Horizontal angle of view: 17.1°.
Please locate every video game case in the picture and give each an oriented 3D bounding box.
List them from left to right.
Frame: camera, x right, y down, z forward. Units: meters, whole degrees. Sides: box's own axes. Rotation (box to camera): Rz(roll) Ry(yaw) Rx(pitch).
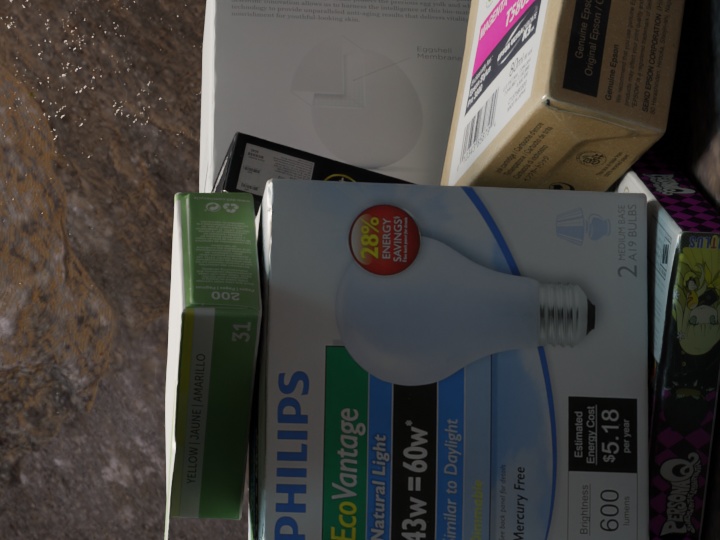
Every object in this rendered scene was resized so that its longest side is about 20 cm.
[{"bbox_3d":[0.157,0.039,1.299,0.200,0.036,0.182,-108,22,-74],"label":"video game case"}]

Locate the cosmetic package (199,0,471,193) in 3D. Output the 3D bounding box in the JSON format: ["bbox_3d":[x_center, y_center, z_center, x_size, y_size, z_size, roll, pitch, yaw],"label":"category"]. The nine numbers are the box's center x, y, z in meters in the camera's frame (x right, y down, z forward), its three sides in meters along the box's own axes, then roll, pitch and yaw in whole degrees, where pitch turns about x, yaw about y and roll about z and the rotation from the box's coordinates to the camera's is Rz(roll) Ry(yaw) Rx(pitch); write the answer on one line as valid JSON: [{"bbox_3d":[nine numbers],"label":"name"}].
[{"bbox_3d":[-0.002,-0.089,1.531,0.123,0.198,0.201,101,170,-55],"label":"cosmetic package"}]

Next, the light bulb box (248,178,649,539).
[{"bbox_3d":[0.042,0.061,1.255,0.125,0.199,0.199,117,154,-78],"label":"light bulb box"}]

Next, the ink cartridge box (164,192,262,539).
[{"bbox_3d":[-0.078,0.075,1.219,0.200,0.048,0.146,-98,11,-52],"label":"ink cartridge box"}]

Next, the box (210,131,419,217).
[{"bbox_3d":[0.000,0.000,1.408,0.161,0.199,0.049,122,162,-60],"label":"box"}]

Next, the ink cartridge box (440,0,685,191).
[{"bbox_3d":[0.115,-0.123,1.356,0.200,0.075,0.166,129,153,-65],"label":"ink cartridge box"}]
